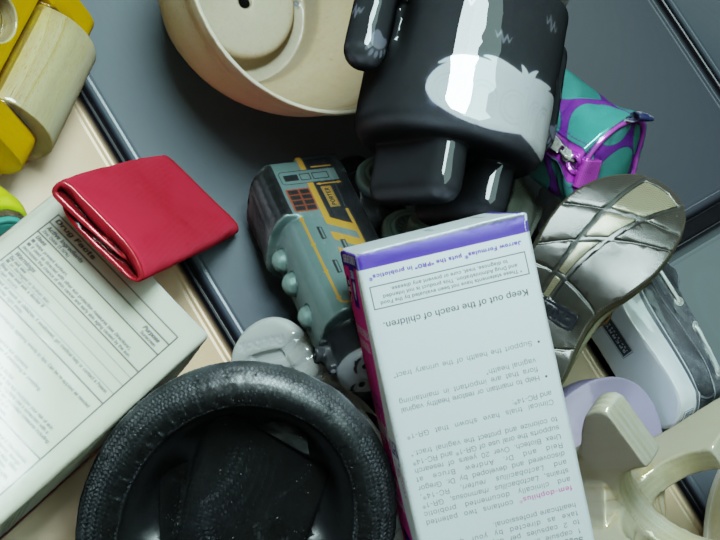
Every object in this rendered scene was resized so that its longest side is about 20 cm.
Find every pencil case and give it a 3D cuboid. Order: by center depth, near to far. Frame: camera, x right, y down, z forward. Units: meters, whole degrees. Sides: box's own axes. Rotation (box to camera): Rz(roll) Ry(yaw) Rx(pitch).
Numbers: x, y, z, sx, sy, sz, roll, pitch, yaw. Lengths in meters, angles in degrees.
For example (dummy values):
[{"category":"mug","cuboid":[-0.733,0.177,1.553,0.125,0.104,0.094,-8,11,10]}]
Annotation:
[{"category":"pencil case","cuboid":[0.108,-0.120,1.119,0.200,0.085,0.092,37,18,27]}]

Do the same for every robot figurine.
[{"category":"robot figurine","cuboid":[0.064,-0.131,0.995,0.125,0.150,0.200,9,79,10]}]

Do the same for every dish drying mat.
[{"category":"dish drying mat","cuboid":[-0.131,-0.036,0.981,0.077,0.200,0.018,43,103,2]}]

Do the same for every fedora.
[{"category":"fedora","cuboid":[-0.073,0.142,0.940,0.200,0.092,0.201,0,101,-2]}]

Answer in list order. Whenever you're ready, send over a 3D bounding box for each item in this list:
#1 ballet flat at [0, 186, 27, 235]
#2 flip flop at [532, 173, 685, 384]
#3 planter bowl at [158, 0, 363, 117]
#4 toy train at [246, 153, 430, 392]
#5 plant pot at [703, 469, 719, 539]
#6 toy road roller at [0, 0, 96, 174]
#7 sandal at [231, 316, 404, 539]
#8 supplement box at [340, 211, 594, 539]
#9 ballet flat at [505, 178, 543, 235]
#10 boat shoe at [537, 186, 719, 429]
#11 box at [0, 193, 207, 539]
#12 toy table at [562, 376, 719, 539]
[{"category":"ballet flat","cuboid":[-0.301,-0.016,0.957,0.200,0.067,0.067,-19,56,-31]},{"category":"flip flop","cuboid":[0.140,0.020,1.057,0.081,0.058,0.200,34,90,10]},{"category":"planter bowl","cuboid":[-0.058,-0.195,1.074,0.200,0.135,0.200,3,84,-32]},{"category":"toy train","cuboid":[0.000,0.000,1.036,0.114,0.085,0.200,-8,48,-19]},{"category":"plant pot","cuboid":[0.379,0.194,1.105,0.200,0.187,0.188,9,65,-35]},{"category":"toy road roller","cuboid":[-0.281,-0.159,1.004,0.200,0.146,0.123,50,49,-42]},{"category":"sandal","cuboid":[-0.014,0.120,1.022,0.203,0.082,0.050,65,18,13]},{"category":"supplement box","cuboid":[0.061,0.074,0.912,0.103,0.101,0.200,-14,93,-5]},{"category":"ballet flat","cuboid":[0.084,0.019,1.104,0.064,0.067,0.200,43,57,-33]},{"category":"boat shoe","cuboid":[0.200,0.015,1.150,0.068,0.072,0.200,-25,80,-32]},{"category":"box","cuboid":[-0.211,0.071,0.925,0.128,0.109,0.200,46,59,2]},{"category":"toy table","cuboid":[0.173,0.150,1.032,0.184,0.117,0.200,42,61,-26]}]
